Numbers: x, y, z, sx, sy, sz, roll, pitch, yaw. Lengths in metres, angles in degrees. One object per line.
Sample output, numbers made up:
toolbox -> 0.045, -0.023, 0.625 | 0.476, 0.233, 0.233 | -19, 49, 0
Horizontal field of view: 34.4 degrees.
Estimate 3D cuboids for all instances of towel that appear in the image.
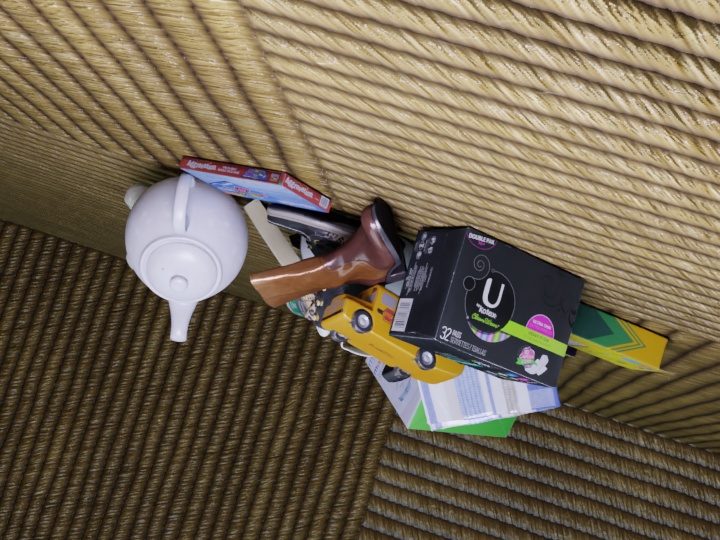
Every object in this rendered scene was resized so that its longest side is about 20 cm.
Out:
towel -> 0.174, 0.146, 1.637 | 0.197, 0.149, 0.024 | -11, -158, 12

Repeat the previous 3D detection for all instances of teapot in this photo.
teapot -> -0.254, -0.029, 1.681 | 0.196, 0.147, 0.200 | -31, 122, 23

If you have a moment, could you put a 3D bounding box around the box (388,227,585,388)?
box -> 0.162, 0.048, 1.494 | 0.198, 0.151, 0.124 | 22, 170, -26

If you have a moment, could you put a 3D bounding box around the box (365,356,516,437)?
box -> 0.136, 0.166, 1.846 | 0.197, 0.098, 0.177 | 9, -153, -32

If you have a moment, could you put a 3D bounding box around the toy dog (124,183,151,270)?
toy dog -> -0.271, -0.060, 1.853 | 0.191, 0.142, 0.199 | 7, 180, -31

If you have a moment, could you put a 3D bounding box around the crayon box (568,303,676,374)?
crayon box -> 0.371, 0.102, 1.759 | 0.197, 0.052, 0.127 | 22, 172, -19

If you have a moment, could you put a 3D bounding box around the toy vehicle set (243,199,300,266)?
toy vehicle set -> -0.126, -0.036, 1.808 | 0.125, 0.026, 0.200 | 55, 176, 8

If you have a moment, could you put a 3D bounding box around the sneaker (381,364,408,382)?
sneaker -> 0.132, 0.135, 1.682 | 0.199, 0.060, 0.104 | -35, 108, 28

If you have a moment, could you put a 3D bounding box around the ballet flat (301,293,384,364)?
ballet flat -> -0.025, 0.081, 1.749 | 0.198, 0.066, 0.071 | 31, -168, -9

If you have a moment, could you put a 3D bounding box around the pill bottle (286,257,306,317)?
pill bottle -> -0.034, 0.044, 2.100 | 0.198, 0.115, 0.113 | 12, 171, 40

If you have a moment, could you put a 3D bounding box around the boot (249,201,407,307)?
boot -> -0.046, -0.018, 1.488 | 0.196, 0.070, 0.188 | -11, 164, 4

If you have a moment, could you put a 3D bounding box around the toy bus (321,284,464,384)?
toy bus -> 0.048, 0.083, 1.540 | 0.198, 0.079, 0.065 | 31, 151, -22

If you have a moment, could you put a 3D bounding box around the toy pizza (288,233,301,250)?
toy pizza -> -0.019, -0.028, 1.862 | 0.197, 0.032, 0.200 | 20, 173, 2

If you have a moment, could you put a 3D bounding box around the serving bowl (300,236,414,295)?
serving bowl -> 0.000, 0.000, 1.714 | 0.197, 0.067, 0.201 | 14, 160, 5

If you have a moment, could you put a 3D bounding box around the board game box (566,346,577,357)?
board game box -> 0.238, 0.079, 1.910 | 0.198, 0.058, 0.164 | 23, 170, -32

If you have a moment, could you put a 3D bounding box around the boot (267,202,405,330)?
boot -> -0.049, -0.002, 1.609 | 0.197, 0.153, 0.073 | 17, -163, 1

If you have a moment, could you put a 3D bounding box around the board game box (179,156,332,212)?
board game box -> -0.142, -0.116, 1.559 | 0.198, 0.020, 0.103 | 13, 169, 39
